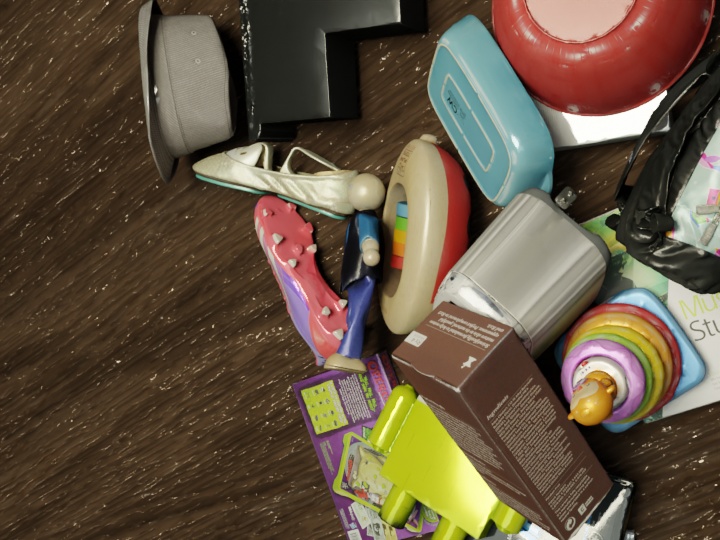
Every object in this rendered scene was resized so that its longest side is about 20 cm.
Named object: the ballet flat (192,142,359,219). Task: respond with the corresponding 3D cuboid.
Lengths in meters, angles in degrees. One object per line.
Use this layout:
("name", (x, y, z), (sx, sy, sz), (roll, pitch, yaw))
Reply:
("ballet flat", (-0.091, -0.111, 0.975), (0.198, 0.067, 0.063), (16, 104, 13))

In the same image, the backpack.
("backpack", (0.301, -0.087, 0.720), (0.126, 0.167, 0.202), (27, 102, -2))

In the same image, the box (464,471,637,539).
("box", (0.172, 0.283, 0.872), (0.157, 0.046, 0.203), (14, 84, 25))

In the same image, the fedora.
("fedora", (-0.185, -0.202, 0.968), (0.089, 0.177, 0.202), (-8, 64, -3))

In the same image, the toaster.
("toaster", (0.141, 0.019, 0.797), (0.113, 0.200, 0.129), (41, 73, 14))

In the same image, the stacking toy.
("stacking toy", (0.209, 0.092, 0.743), (0.116, 0.199, 0.110), (-40, 79, 26))

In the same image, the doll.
("doll", (0.000, 0.000, 0.889), (0.048, 0.137, 0.203), (8, 80, -4))

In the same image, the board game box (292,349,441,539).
("board game box", (0.009, 0.202, 0.980), (0.119, 0.032, 0.202), (-21, 87, 29))

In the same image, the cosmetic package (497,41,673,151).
("cosmetic package", (0.208, -0.219, 0.829), (0.149, 0.052, 0.203), (-5, 94, 27))

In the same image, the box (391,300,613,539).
("box", (0.121, 0.127, 0.743), (0.075, 0.100, 0.201), (-45, 119, -14))

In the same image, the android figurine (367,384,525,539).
("android figurine", (0.099, 0.180, 0.880), (0.181, 0.041, 0.202), (30, 92, 26))

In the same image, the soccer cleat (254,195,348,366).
("soccer cleat", (-0.071, 0.011, 0.980), (0.076, 0.066, 0.201), (-44, 73, 44))

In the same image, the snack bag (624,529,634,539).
("snack bag", (0.178, 0.338, 0.920), (0.198, 0.021, 0.191), (10, 99, 24))

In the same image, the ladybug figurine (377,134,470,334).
("ladybug figurine", (0.066, -0.034, 0.885), (0.071, 0.136, 0.203), (4, 104, -15))

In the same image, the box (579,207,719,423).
("box", (0.298, 0.025, 0.823), (0.143, 0.036, 0.202), (-24, 84, 25))

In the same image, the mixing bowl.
("mixing bowl", (0.196, -0.235, 0.748), (0.198, 0.108, 0.203), (3, 98, 23))

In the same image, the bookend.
("bookend", (-0.018, -0.242, 0.909), (0.197, 0.092, 0.202), (-1, 97, 24))

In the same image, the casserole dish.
("casserole dish", (0.116, -0.145, 0.833), (0.038, 0.121, 0.202), (-19, 68, -16))
